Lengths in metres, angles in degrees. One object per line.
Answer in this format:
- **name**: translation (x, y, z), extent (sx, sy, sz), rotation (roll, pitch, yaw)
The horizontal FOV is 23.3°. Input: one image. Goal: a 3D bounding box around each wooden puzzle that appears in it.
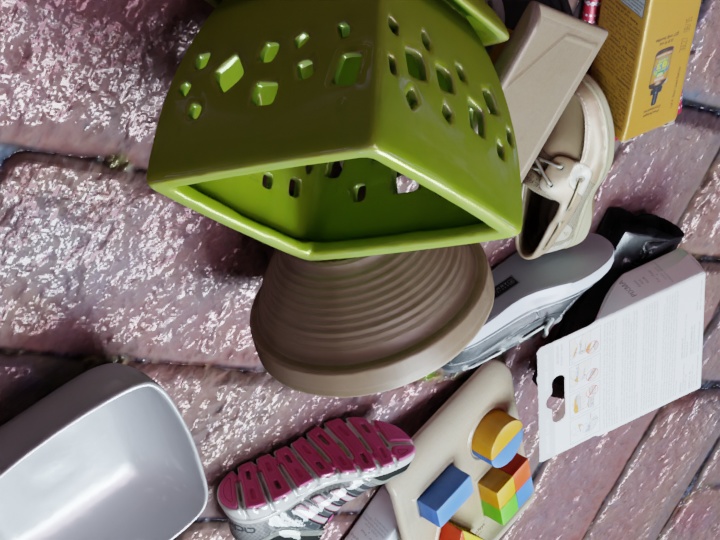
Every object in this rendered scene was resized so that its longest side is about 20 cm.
- **wooden puzzle**: translation (0.111, 0.218, 1.744), extent (0.185, 0.046, 0.201), rotation (-43, 136, -27)
- **wooden puzzle**: translation (0.114, -0.121, 1.363), extent (0.186, 0.037, 0.200), rotation (-60, 162, 14)

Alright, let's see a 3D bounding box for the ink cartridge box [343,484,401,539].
- **ink cartridge box**: translation (0.025, 0.323, 1.805), extent (0.201, 0.057, 0.162), rotation (-52, 143, 12)

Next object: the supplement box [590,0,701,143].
- **supplement box**: translation (0.244, -0.211, 1.489), extent (0.066, 0.069, 0.201), rotation (-21, 136, -25)

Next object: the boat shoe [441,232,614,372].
- **boat shoe**: translation (0.156, 0.034, 1.649), extent (0.198, 0.074, 0.068), rotation (-32, 136, -19)

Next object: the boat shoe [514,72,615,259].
- **boat shoe**: translation (0.178, -0.089, 1.564), extent (0.064, 0.071, 0.201), rotation (-26, 139, -27)

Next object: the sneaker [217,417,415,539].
- **sneaker**: translation (-0.041, 0.203, 1.611), extent (0.198, 0.074, 0.088), rotation (-20, 135, -25)

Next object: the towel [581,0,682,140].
- **towel**: translation (0.250, -0.201, 1.576), extent (0.144, 0.022, 0.201), rotation (-24, 137, -27)

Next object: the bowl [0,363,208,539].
- **bowl**: translation (-0.232, 0.170, 1.388), extent (0.199, 0.075, 0.201), rotation (-35, 142, -17)

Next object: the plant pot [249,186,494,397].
- **plant pot**: translation (0.000, 0.000, 1.373), extent (0.200, 0.201, 0.093), rotation (-33, 128, -18)

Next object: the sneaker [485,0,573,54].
- **sneaker**: translation (0.130, -0.154, 1.456), extent (0.098, 0.071, 0.202), rotation (-17, 130, -28)

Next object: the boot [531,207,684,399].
- **boot**: translation (0.274, 0.035, 1.785), extent (0.164, 0.066, 0.202), rotation (-1, 119, -46)

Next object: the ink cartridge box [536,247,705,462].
- **ink cartridge box**: translation (0.249, 0.085, 1.726), extent (0.198, 0.050, 0.162), rotation (-22, 132, -17)

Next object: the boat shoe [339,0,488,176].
- **boat shoe**: translation (0.045, -0.162, 1.376), extent (0.203, 0.073, 0.063), rotation (-64, 169, 10)

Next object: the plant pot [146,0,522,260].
- **plant pot**: translation (-0.009, -0.125, 1.220), extent (0.199, 0.197, 0.183), rotation (27, 62, -51)
